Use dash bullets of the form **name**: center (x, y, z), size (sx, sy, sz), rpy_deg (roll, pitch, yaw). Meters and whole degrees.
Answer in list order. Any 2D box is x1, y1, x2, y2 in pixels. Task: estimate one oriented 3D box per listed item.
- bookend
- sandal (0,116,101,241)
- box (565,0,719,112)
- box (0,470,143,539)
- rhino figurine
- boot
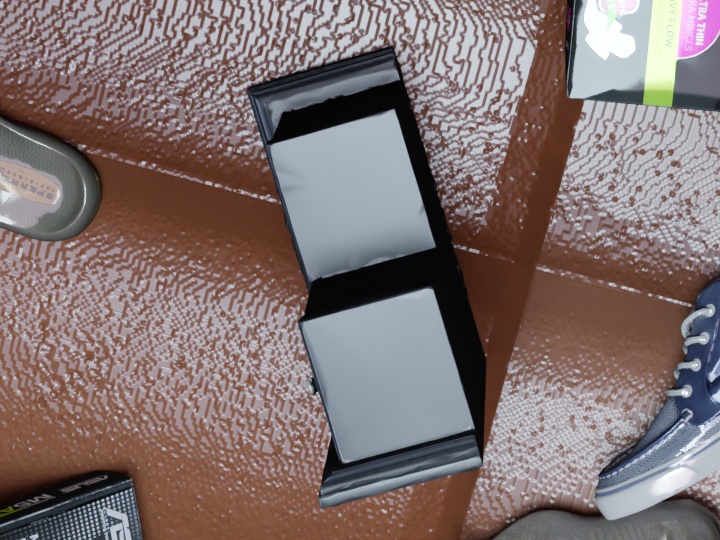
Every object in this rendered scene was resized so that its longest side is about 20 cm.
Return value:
- **bookend**: center (0.000, 0.000, 1.593), size (0.092, 0.200, 0.199), rpy_deg (-15, 104, 7)
- **sandal**: center (-0.249, -0.063, 1.664), size (0.199, 0.055, 0.082), rpy_deg (21, 105, -3)
- **box**: center (0.191, -0.194, 1.570), size (0.148, 0.124, 0.201), rpy_deg (4, 104, 3)
- **box**: center (-0.205, 0.240, 1.687), size (0.193, 0.047, 0.201), rpy_deg (-16, 104, -34)
- **rhino figurine**: center (0.126, 0.184, 1.705), size (0.199, 0.060, 0.088), rpy_deg (-6, 90, 7)
- **boot**: center (0.205, 0.058, 1.669), size (0.200, 0.073, 0.090), rpy_deg (-33, 94, 3)
